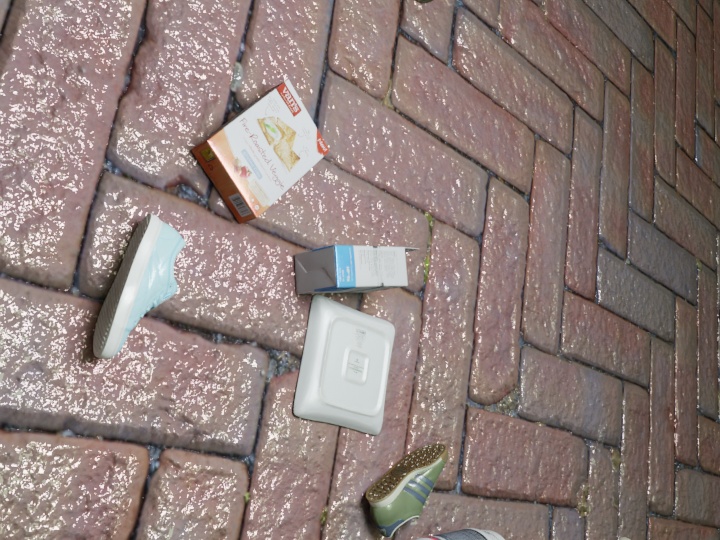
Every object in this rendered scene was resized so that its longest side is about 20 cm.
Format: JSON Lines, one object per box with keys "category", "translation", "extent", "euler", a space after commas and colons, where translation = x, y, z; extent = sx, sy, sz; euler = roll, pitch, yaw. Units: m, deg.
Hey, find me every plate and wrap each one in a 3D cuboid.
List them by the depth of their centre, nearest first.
{"category": "plate", "translation": [-0.015, 0.163, 1.126], "extent": [0.197, 0.032, 0.206], "euler": [23, 68, -37]}

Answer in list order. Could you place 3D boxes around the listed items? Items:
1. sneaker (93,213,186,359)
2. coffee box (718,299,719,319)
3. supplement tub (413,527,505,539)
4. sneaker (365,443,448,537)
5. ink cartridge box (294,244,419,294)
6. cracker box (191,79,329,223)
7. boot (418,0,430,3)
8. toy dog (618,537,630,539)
{"category": "sneaker", "translation": [-0.283, 0.029, 0.873], "extent": [0.081, 0.073, 0.205], "euler": [30, 65, -31]}
{"category": "coffee box", "translation": [1.344, 0.089, 2.330], "extent": [0.079, 0.112, 0.204], "euler": [33, 62, -33]}
{"category": "supplement tub", "translation": [0.173, 0.539, 1.166], "extent": [0.197, 0.138, 0.145], "euler": [9, 77, -40]}
{"category": "sneaker", "translation": [0.089, 0.392, 1.169], "extent": [0.198, 0.066, 0.092], "euler": [-23, 106, -42]}
{"category": "ink cartridge box", "translation": [0.000, 0.000, 1.107], "extent": [0.196, 0.114, 0.070], "euler": [0, 84, -41]}
{"category": "cracker box", "translation": [-0.151, -0.190, 1.038], "extent": [0.201, 0.057, 0.136], "euler": [-49, 116, -36]}
{"category": "boot", "translation": [0.096, -0.674, 1.341], "extent": [0.173, 0.065, 0.206], "euler": [13, 75, -53]}
{"category": "toy dog", "translation": [0.638, 0.782, 1.579], "extent": [0.199, 0.138, 0.198], "euler": [-36, 143, -41]}
